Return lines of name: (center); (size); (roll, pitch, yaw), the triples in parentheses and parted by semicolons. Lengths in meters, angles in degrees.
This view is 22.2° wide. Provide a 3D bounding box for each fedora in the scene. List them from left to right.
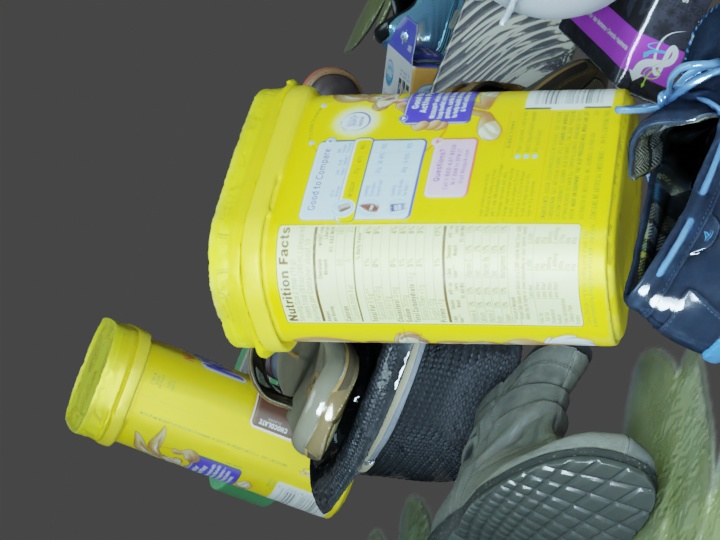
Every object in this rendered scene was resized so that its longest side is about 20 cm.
fedora: (0.039, 0.062, 1.075); (0.201, 0.091, 0.202); (-162, 90, -82)

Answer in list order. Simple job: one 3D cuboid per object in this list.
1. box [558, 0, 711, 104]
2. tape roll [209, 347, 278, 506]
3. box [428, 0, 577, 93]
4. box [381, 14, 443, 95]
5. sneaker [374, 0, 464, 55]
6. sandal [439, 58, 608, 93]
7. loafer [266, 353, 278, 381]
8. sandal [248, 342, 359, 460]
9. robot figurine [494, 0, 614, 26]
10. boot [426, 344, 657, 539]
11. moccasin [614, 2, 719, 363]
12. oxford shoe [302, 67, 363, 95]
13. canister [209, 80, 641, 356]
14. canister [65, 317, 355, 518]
box: (0.184, -0.206, 1.045); (0.143, 0.036, 0.201); (-108, 40, -69)
tape roll: (-0.071, 0.099, 1.570); (0.200, 0.048, 0.202); (-158, 90, -78)
box: (0.089, -0.122, 1.170); (0.068, 0.082, 0.201); (59, -129, -88)
box: (0.037, -0.078, 1.312); (0.119, 0.041, 0.201); (-117, 35, -73)
sneaker: (0.064, -0.253, 1.479); (0.078, 0.089, 0.201); (138, 152, -62)
sandal: (0.055, -0.078, 1.102); (0.199, 0.055, 0.082); (-30, -17, 14)
loafer: (-0.027, 0.000, 1.407); (0.063, 0.072, 0.201); (17, 62, 34)
sandal: (-0.039, 0.054, 1.088); (0.200, 0.054, 0.081); (-107, 36, -76)
robot figurine: (0.111, -0.222, 1.033); (0.170, 0.112, 0.201); (-45, 27, 44)
boot: (0.090, 0.083, 0.916); (0.200, 0.067, 0.131); (-46, 20, 56)
moccasin: (0.158, -0.056, 0.836); (0.081, 0.068, 0.201); (125, 161, -45)
oxford shoe: (-0.009, -0.042, 1.286); (0.072, 0.071, 0.201); (-164, 69, -71)
canister: (0.038, -0.028, 0.942); (0.087, 0.199, 0.149); (75, -158, -44)
canister: (-0.108, 0.110, 1.360); (0.148, 0.199, 0.087); (-174, 106, -76)
